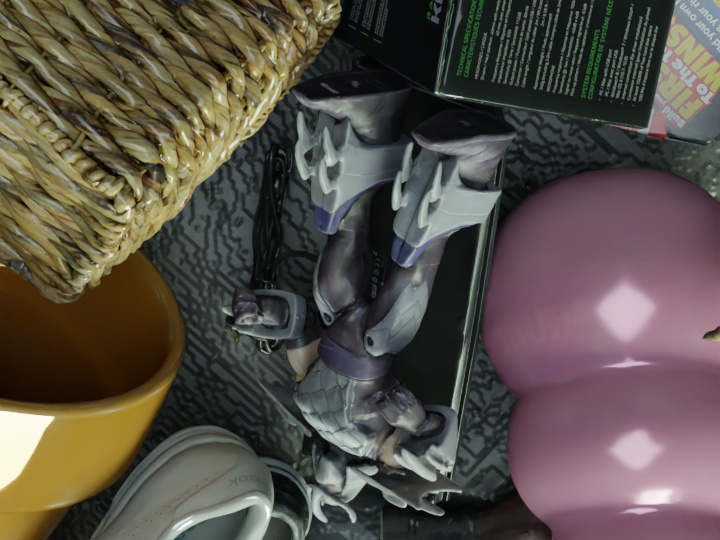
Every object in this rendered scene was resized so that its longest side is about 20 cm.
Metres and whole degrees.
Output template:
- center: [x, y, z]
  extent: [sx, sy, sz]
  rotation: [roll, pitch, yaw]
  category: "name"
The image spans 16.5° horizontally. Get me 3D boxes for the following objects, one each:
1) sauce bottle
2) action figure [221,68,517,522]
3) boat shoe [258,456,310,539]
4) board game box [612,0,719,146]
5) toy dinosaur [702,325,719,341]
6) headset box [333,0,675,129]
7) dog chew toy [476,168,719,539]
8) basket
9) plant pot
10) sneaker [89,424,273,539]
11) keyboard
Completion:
- center: [0.108, 0.128, 1.121]
  extent: [0.198, 0.066, 0.067]
  rotation: [-1, 101, 2]
  category: "sauce bottle"
- center: [0.000, 0.019, 1.030]
  extent: [0.130, 0.069, 0.201]
  rotation: [28, 121, 30]
  category: "action figure"
- center: [-0.094, 0.170, 1.113]
  extent: [0.072, 0.071, 0.201]
  rotation: [33, 97, -7]
  category: "boat shoe"
- center: [0.191, -0.106, 1.077]
  extent: [0.200, 0.062, 0.200]
  rotation: [-43, 99, 9]
  category: "board game box"
- center: [0.194, -0.040, 0.986]
  extent: [0.085, 0.200, 0.137]
  rotation: [10, 102, 29]
  category: "toy dinosaur"
- center: [0.058, -0.165, 1.003]
  extent: [0.092, 0.200, 0.176]
  rotation: [8, 102, -18]
  category: "headset box"
- center: [0.114, 0.062, 1.055]
  extent: [0.123, 0.125, 0.202]
  rotation: [-3, 75, 1]
  category: "dog chew toy"
- center: [-0.132, -0.107, 1.009]
  extent: [0.200, 0.143, 0.149]
  rotation: [43, 62, -1]
  category: "basket"
- center: [-0.198, 0.071, 1.057]
  extent: [0.199, 0.200, 0.184]
  rotation: [23, 115, -4]
  category: "plant pot"
- center: [-0.104, 0.156, 1.022]
  extent: [0.075, 0.088, 0.201]
  rotation: [34, 90, -20]
  category: "sneaker"
- center: [0.000, 0.000, 1.081]
  extent: [0.126, 0.021, 0.201]
  rotation: [23, 122, 24]
  category: "keyboard"
